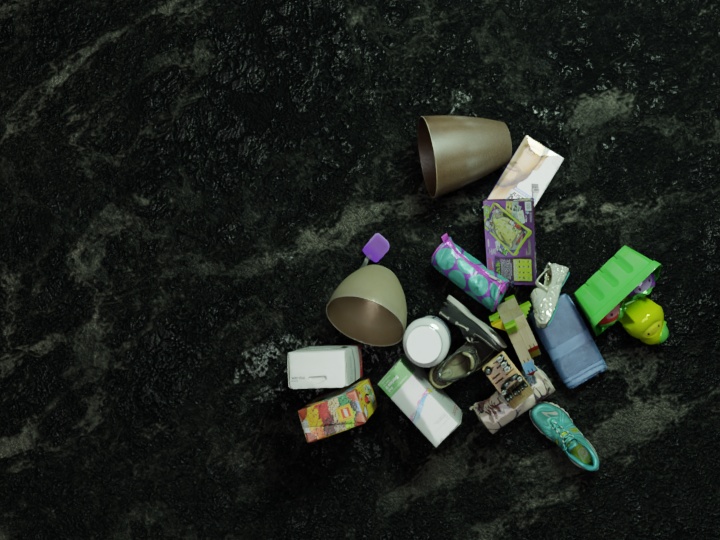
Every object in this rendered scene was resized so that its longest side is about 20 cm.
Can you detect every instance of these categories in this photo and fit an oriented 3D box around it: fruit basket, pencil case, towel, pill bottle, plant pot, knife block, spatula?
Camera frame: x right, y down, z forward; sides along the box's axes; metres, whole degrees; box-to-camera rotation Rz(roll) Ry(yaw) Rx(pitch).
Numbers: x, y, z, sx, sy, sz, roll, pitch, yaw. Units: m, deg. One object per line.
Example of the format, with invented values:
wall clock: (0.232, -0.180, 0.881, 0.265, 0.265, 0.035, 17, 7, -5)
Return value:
fruit basket: (0.614, 0.081, 1.544, 0.210, 0.155, 0.222, -6, 74, 21)
pencil case: (0.261, 0.005, 1.613, 0.198, 0.094, 0.085, 37, 55, 20)
towel: (0.487, 0.166, 1.605, 0.110, 0.048, 0.204, -28, 85, 8)
pill bottle: (0.155, 0.166, 1.588, 0.108, 0.200, 0.115, 0, 88, 10)
plant pot: (0.250, -0.284, 1.608, 0.194, 0.187, 0.193, -10, 87, -4)
knife block: (0.308, 0.217, 1.519, 0.063, 0.201, 0.176, -37, 124, 5)
pencil case: (0.356, 0.301, 1.610, 0.198, 0.078, 0.090, -37, 71, 7)
plant pot: (0.029, 0.069, 1.637, 0.195, 0.203, 0.137, 15, 55, 10)
spatula: (0.000, 0.000, 1.711, 0.056, 0.020, 0.202, 39, 98, 22)

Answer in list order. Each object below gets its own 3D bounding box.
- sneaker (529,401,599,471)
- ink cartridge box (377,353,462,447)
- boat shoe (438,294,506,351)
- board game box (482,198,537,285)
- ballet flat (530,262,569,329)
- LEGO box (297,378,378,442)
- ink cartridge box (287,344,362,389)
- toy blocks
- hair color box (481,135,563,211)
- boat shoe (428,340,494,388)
sneaker: (0.480, 0.384, 1.584, 0.199, 0.080, 0.078, 43, 96, 9)
ink cartridge box: (0.144, 0.303, 1.614, 0.200, 0.145, 0.088, 44, 98, 8)
boat shoe: (0.260, 0.136, 1.607, 0.061, 0.073, 0.199, -52, 54, 6)
board game box: (0.352, -0.066, 1.599, 0.117, 0.032, 0.206, 1, 109, 21)
ballet flat: (0.424, 0.053, 1.564, 0.070, 0.201, 0.073, 17, 133, 19)
LEGO box: (-0.049, 0.330, 1.621, 0.145, 0.200, 0.079, -21, 85, 8)
ink cartridge box: (-0.081, 0.226, 1.630, 0.142, 0.200, 0.086, -3, 87, 9)
toy blocks: (0.370, 0.152, 1.568, 0.098, 0.200, 0.139, -25, 99, 10)
hair color box: (0.385, -0.204, 1.626, 0.108, 0.065, 0.203, 32, 93, 10)
boat shoe: (0.252, 0.214, 1.604, 0.198, 0.065, 0.074, -33, 89, -20)
